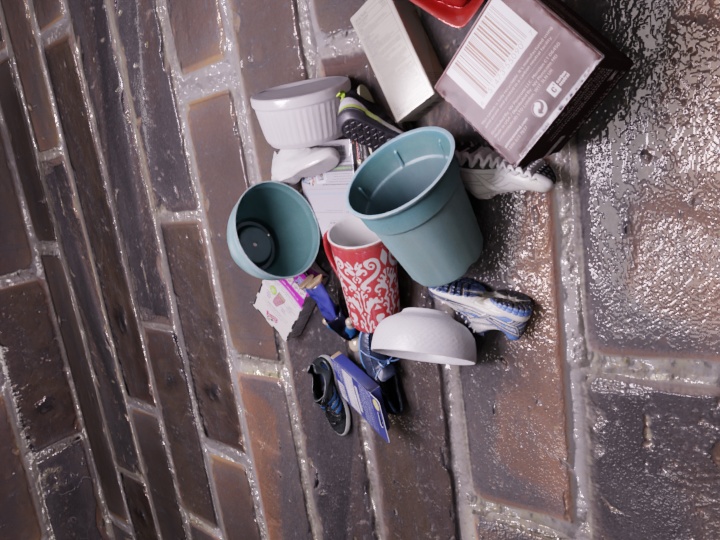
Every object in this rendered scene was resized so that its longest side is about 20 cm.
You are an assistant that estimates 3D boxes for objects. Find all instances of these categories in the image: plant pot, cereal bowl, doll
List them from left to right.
[{"bbox_3d":[-0.203,-0.069,1.116,0.133,0.197,0.206,-20,92,50],"label":"plant pot"},{"bbox_3d":[-0.052,0.102,1.142,0.202,0.048,0.135,56,155,-19],"label":"doll"},{"bbox_3d":[0.104,-0.092,0.876,0.196,0.203,0.197,-3,137,39],"label":"plant pot"},{"bbox_3d":[0.120,0.120,0.974,0.196,0.198,0.086,-2,73,39],"label":"cereal bowl"}]

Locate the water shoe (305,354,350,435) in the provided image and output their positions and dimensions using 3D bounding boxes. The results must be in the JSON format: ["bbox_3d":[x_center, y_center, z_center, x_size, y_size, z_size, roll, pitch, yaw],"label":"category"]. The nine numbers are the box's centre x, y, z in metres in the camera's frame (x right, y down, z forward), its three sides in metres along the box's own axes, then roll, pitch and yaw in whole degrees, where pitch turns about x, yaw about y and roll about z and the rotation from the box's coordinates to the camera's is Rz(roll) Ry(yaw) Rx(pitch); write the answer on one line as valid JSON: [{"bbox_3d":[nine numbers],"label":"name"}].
[{"bbox_3d":[-0.084,0.308,1.256,0.070,0.078,0.206,-10,98,40],"label":"water shoe"}]

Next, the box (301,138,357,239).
[{"bbox_3d":[-0.058,-0.169,1.108,0.153,0.041,0.207,5,106,39],"label":"box"}]

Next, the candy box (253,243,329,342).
[{"bbox_3d":[-0.169,0.049,1.254,0.136,0.060,0.202,44,125,19],"label":"candy box"}]

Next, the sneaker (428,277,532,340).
[{"bbox_3d":[0.207,0.074,0.949,0.196,0.076,0.088,19,120,34],"label":"sneaker"}]

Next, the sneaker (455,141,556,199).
[{"bbox_3d":[0.228,-0.156,0.866,0.197,0.074,0.083,25,128,38],"label":"sneaker"}]

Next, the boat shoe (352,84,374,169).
[{"bbox_3d":[0.010,-0.245,1.005,0.062,0.073,0.207,-6,105,31],"label":"boat shoe"}]

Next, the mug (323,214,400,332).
[{"bbox_3d":[0.011,-0.002,1.046,0.178,0.130,0.205,-121,17,-58],"label":"mug"}]

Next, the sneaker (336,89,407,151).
[{"bbox_3d":[0.041,-0.257,0.930,0.071,0.197,0.085,-27,51,40],"label":"sneaker"}]

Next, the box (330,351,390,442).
[{"bbox_3d":[0.007,0.273,1.141,0.199,0.032,0.124,32,142,52],"label":"box"}]

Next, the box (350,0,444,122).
[{"bbox_3d":[0.072,-0.373,0.912,0.094,0.077,0.205,-25,88,41],"label":"box"}]

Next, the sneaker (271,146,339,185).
[{"bbox_3d":[-0.123,-0.236,1.073,0.196,0.074,0.092,-8,87,43],"label":"sneaker"}]

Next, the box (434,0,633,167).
[{"bbox_3d":[0.241,-0.271,0.727,0.165,0.198,0.167,47,128,15],"label":"box"}]

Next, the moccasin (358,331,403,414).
[{"bbox_3d":[0.055,0.211,1.120,0.067,0.080,0.205,6,121,51],"label":"moccasin"}]

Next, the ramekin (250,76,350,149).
[{"bbox_3d":[-0.107,-0.304,1.011,0.198,0.202,0.097,11,125,35],"label":"ramekin"}]

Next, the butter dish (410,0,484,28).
[{"bbox_3d":[0.122,-0.505,0.761,0.199,0.147,0.202,41,104,20],"label":"butter dish"}]
